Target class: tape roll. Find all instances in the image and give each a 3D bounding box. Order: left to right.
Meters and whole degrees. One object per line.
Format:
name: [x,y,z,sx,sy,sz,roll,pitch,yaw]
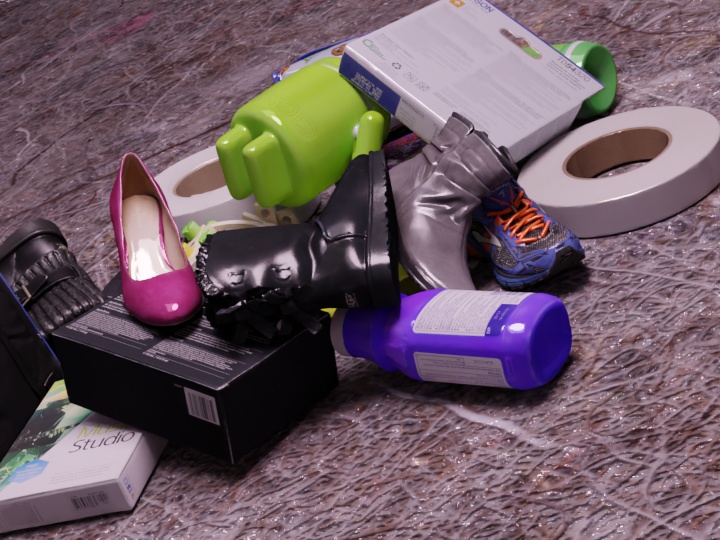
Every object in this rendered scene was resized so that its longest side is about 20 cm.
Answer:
tape roll: [-0.149,-0.078,1.733,0.202,0.071,0.203,-17,24,8]
tape roll: [0.248,-0.096,1.483,0.202,0.037,0.203,-18,24,9]

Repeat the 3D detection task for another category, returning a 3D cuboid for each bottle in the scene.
bottle: [0.068,0.053,1.263,0.199,0.066,0.084,2,28,35]

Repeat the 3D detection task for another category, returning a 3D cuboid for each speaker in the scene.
speaker: [0.178,-0.204,1.713,0.199,0.089,0.088,1,32,42]

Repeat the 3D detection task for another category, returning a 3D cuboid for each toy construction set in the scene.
toy construction set: [-0.140,-0.014,1.562,0.131,0.092,0.200,-38,7,28]

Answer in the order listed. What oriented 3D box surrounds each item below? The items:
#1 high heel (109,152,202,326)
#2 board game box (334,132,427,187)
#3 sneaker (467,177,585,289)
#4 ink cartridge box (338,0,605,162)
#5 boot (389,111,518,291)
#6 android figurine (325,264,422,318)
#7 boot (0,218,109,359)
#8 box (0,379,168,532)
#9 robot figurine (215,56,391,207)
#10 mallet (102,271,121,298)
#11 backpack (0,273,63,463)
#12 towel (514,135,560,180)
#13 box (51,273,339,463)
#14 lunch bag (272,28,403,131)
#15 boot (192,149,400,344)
high heel: [-0.180,-0.027,1.353,0.067,0.096,0.200,-10,26,-7]
board game box: [0.080,-0.120,1.619,0.199,0.032,0.120,-25,20,-15]
sneaker: [0.133,-0.041,1.408,0.075,0.079,0.200,-28,24,-14]
ink cartridge box: [0.113,-0.191,1.574,0.196,0.043,0.200,40,47,22]
boot: [0.087,-0.051,1.368,0.132,0.070,0.200,-40,51,9]
android figurine: [0.000,0.000,1.476,0.199,0.041,0.182,-14,27,20]
boot: [-0.353,0.063,1.597,0.211,0.079,0.158,-47,53,12]
box: [-0.236,0.149,1.366,0.144,0.036,0.200,-13,23,18]
robot figurine: [-0.051,-0.142,1.587,0.175,0.116,0.200,15,42,44]
mallet: [-0.312,0.039,1.670,0.199,0.041,0.066,-10,27,33]
backpack: [-0.395,0.082,1.435,0.146,0.201,0.183,-10,27,30]
towel: [0.085,-0.097,1.624,0.200,0.035,0.192,6,36,48]
box: [-0.140,0.075,1.331,0.199,0.079,0.141,15,36,37]
lunch bag: [0.003,-0.215,1.840,0.169,0.124,0.200,-17,2,12]
boot: [-0.050,-0.024,1.309,0.162,0.074,0.199,-8,39,7]
